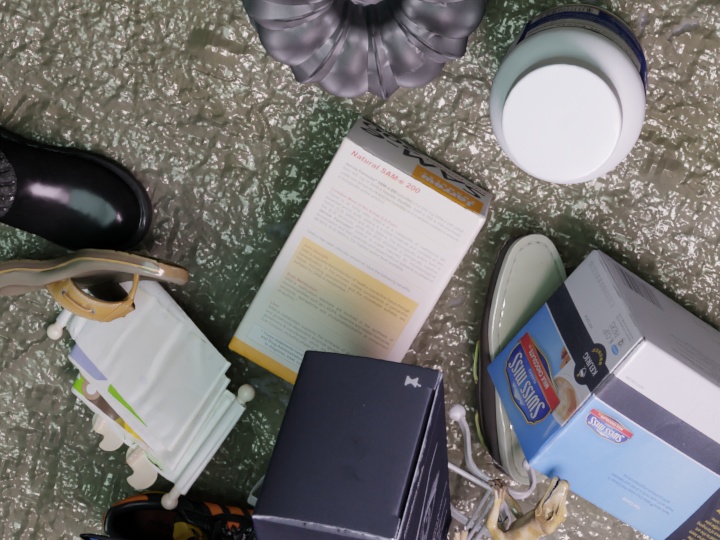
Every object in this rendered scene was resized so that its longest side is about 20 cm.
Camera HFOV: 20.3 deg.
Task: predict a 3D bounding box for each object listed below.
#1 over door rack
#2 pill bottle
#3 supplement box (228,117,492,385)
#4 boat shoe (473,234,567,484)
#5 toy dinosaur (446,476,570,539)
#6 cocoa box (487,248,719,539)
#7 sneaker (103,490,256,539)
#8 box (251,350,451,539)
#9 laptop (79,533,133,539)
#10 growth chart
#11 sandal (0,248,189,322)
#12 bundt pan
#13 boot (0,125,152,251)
[{"bbox_3d":[0.026,0.157,1.578,0.200,0.067,0.148,19,142,-3],"label":"over door rack"},{"bbox_3d":[0.151,-0.125,1.449,0.111,0.200,0.111,2,106,9],"label":"pill bottle"},{"bbox_3d":[0.000,0.000,1.572,0.126,0.074,0.200,31,109,-1],"label":"supplement box"},{"bbox_3d":[0.120,0.065,1.576,0.072,0.061,0.202,-7,107,-25],"label":"boat shoe"},{"bbox_3d":[0.116,0.222,1.480,0.058,0.101,0.200,-26,135,-24],"label":"toy dinosaur"},{"bbox_3d":[0.219,0.107,1.504,0.200,0.133,0.131,32,110,-27],"label":"cocoa box"},{"bbox_3d":[-0.114,0.222,1.625,0.200,0.090,0.070,9,87,16],"label":"sneaker"},{"bbox_3d":[-0.001,0.177,1.439,0.104,0.148,0.200,8,141,12],"label":"box"},{"bbox_3d":[-0.111,0.288,1.562,0.103,0.177,0.200,-28,66,3],"label":"laptop"},{"bbox_3d":[-0.174,0.080,1.614,0.145,0.018,0.200,-46,70,20],"label":"growth chart"},{"bbox_3d":[-0.215,0.015,1.583,0.200,0.080,0.054,-5,81,33],"label":"sandal"},{"bbox_3d":[0.004,-0.210,1.480,0.201,0.076,0.202,-1,125,-1],"label":"bundt pan"},{"bbox_3d":[-0.277,-0.057,1.553,0.211,0.158,0.080,19,104,5],"label":"boot"}]
